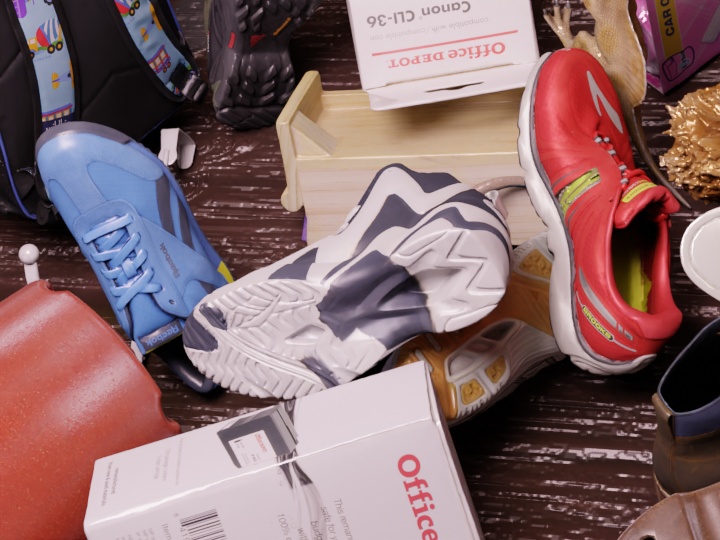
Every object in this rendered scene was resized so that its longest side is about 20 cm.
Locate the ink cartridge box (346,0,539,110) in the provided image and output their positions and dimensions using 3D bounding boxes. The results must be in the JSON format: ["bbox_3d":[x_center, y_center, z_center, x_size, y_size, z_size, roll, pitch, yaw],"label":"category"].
[{"bbox_3d":[0.049,-0.173,1.448,0.116,0.068,0.200,-10,26,1],"label":"ink cartridge box"}]

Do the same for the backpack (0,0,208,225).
[{"bbox_3d":[-0.212,-0.160,1.444,0.134,0.201,0.183,22,51,36],"label":"backpack"}]

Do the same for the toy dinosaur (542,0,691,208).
[{"bbox_3d":[0.156,-0.130,1.363,0.058,0.201,0.101,-17,41,-8],"label":"toy dinosaur"}]

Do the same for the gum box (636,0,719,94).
[{"bbox_3d":[0.201,-0.222,1.408,0.113,0.200,0.066,-36,53,-12],"label":"gum box"}]

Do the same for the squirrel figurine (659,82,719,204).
[{"bbox_3d":[0.275,-0.090,1.300,0.200,0.142,0.187,-36,17,11],"label":"squirrel figurine"}]

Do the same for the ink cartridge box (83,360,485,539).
[{"bbox_3d":[-0.033,0.153,1.236,0.199,0.145,0.084,-17,21,5],"label":"ink cartridge box"}]

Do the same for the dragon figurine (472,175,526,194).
[{"bbox_3d":[0.023,0.007,1.380,0.200,0.100,0.059,-37,67,-22],"label":"dragon figurine"}]

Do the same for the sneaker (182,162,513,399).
[{"bbox_3d":[0.000,0.000,1.287,0.198,0.080,0.130,-26,15,22],"label":"sneaker"}]

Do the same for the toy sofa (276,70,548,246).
[{"bbox_3d":[0.052,-0.072,1.434,0.199,0.098,0.083,-2,30,16],"label":"toy sofa"}]

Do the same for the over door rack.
[{"bbox_3d":[-0.202,-0.017,1.472,0.147,0.067,0.201,-1,55,15],"label":"over door rack"}]

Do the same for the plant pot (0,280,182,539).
[{"bbox_3d":[-0.218,0.121,1.308,0.195,0.201,0.200,-39,53,-22],"label":"plant pot"}]

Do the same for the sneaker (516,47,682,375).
[{"bbox_3d":[0.150,-0.041,1.300,0.077,0.085,0.201,0,71,-31],"label":"sneaker"}]

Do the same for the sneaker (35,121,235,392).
[{"bbox_3d":[-0.131,-0.005,1.356,0.066,0.200,0.079,-18,42,18],"label":"sneaker"}]

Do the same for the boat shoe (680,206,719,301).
[{"bbox_3d":[0.274,0.000,1.261,0.199,0.062,0.073,3,86,-3],"label":"boat shoe"}]

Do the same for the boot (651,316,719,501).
[{"bbox_3d":[0.245,0.056,1.258,0.200,0.097,0.075,-37,52,-11],"label":"boot"}]

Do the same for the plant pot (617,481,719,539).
[{"bbox_3d":[0.197,0.214,1.096,0.199,0.199,0.201,-9,53,12],"label":"plant pot"}]

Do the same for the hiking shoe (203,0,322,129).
[{"bbox_3d":[-0.071,-0.195,1.486,0.075,0.201,0.101,-2,43,-27],"label":"hiking shoe"}]

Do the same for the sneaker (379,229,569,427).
[{"bbox_3d":[0.084,0.036,1.340,0.199,0.088,0.076,-25,81,-29],"label":"sneaker"}]
